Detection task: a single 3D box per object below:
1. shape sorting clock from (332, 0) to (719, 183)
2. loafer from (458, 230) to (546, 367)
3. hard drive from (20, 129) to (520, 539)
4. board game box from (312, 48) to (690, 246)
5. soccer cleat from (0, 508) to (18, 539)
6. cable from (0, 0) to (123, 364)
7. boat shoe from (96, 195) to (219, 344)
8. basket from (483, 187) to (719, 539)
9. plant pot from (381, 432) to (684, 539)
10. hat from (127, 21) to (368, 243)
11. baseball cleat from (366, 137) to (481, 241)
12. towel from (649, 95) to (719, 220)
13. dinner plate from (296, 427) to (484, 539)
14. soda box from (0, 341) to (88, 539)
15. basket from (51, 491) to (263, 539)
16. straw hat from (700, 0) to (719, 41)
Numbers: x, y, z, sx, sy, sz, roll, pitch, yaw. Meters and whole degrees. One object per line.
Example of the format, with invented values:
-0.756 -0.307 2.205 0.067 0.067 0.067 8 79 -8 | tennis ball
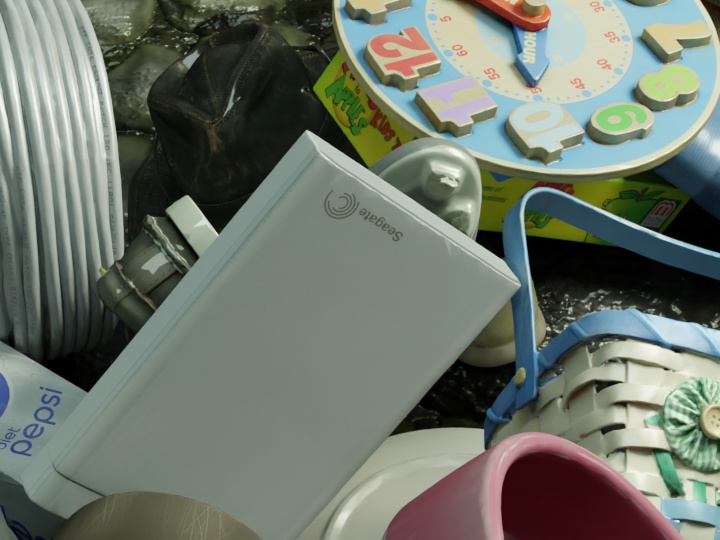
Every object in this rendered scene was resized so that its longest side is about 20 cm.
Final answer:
0.084 -0.121 1.002 0.199 0.039 0.201 4 51 -5 | shape sorting clock
0.035 -0.031 1.099 0.075 0.068 0.200 -25 48 -24 | loafer
-0.038 0.048 0.891 0.200 0.132 0.027 -50 37 12 | hard drive
0.080 -0.068 1.071 0.200 0.048 0.102 5 41 -46 | board game box
-0.242 0.098 0.951 0.199 0.085 0.069 24 48 25 | soccer cleat
-0.173 -0.052 1.032 0.069 0.201 0.200 -10 -2 -17 | cable
-0.085 0.027 0.961 0.060 0.202 0.072 -36 74 -10 | boat shoe
0.146 0.067 0.918 0.176 0.139 0.201 16 49 -21 | basket
0.041 0.186 0.709 0.179 0.200 0.200 -36 37 22 | plant pot
-0.065 -0.084 1.109 0.200 0.081 0.201 -19 38 16 | hat
0.000 0.000 0.973 0.070 0.200 0.107 20 34 -14 | baseball cleat
0.170 -0.082 1.094 0.200 0.049 0.112 34 28 -8 | towel
0.047 0.142 0.945 0.199 0.024 0.201 -1 43 1 | dinner plate
-0.187 0.078 0.986 0.200 0.068 0.063 28 50 27 | soda box
-0.101 0.198 0.809 0.180 0.136 0.200 24 39 -3 | basket
0.184 -0.135 1.188 0.200 0.201 0.085 15 85 17 | straw hat
